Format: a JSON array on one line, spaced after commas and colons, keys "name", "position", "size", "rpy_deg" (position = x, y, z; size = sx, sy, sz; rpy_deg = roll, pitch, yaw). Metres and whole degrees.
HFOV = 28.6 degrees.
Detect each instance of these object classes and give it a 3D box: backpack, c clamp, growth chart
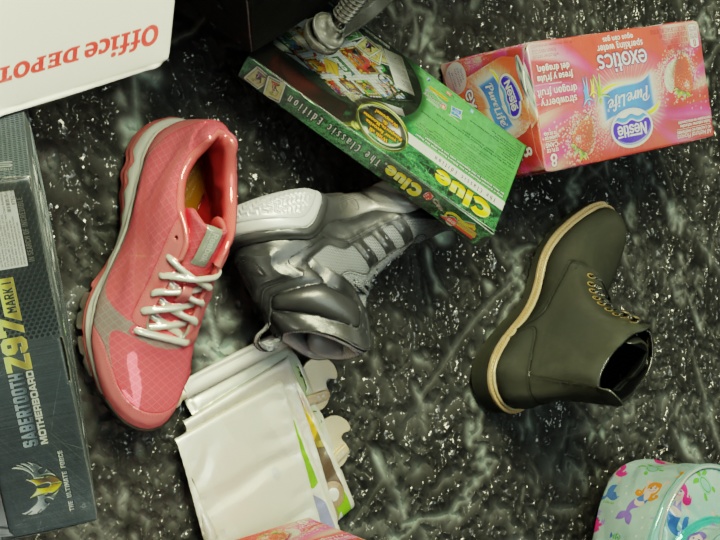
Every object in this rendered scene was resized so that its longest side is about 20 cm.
[{"name": "backpack", "position": [0.262, 0.252, 1.121], "size": [0.176, 0.150, 0.202], "rpy_deg": [25, 68, -32]}, {"name": "c clamp", "position": [0.023, -0.197, 0.873], "size": [0.027, 0.200, 0.171], "rpy_deg": [44, 46, -1]}, {"name": "growth chart", "position": [-0.061, 0.145, 0.952], "size": [0.144, 0.018, 0.203], "rpy_deg": [-16, 97, -37]}]

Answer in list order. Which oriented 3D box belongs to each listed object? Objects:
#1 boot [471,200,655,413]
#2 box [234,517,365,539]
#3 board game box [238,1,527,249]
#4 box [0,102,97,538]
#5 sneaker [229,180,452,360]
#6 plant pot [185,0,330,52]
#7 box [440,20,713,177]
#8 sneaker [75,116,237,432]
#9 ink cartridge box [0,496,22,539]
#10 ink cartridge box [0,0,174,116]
[{"name": "boot", "position": [0.187, 0.029, 1.072], "size": [0.077, 0.138, 0.201], "rpy_deg": [44, 62, -27]}, {"name": "box", "position": [-0.086, 0.229, 0.861], "size": [0.198, 0.102, 0.096], "rpy_deg": [-12, 99, -31]}, {"name": "board game box", "position": [0.019, -0.107, 0.960], "size": [0.199, 0.023, 0.105], "rpy_deg": [36, 41, -8]}, {"name": "box", "position": [-0.181, 0.011, 0.740], "size": [0.050, 0.158, 0.202], "rpy_deg": [-9, 120, -10]}, {"name": "sneaker", "position": [0.000, 0.000, 0.964], "size": [0.198, 0.075, 0.115], "rpy_deg": [-9, 85, -33]}, {"name": "plant pot", "position": [-0.063, -0.252, 0.843], "size": [0.199, 0.200, 0.178], "rpy_deg": [40, 85, 0]}, {"name": "box", "position": [0.169, -0.131, 1.091], "size": [0.198, 0.099, 0.097], "rpy_deg": [-14, 96, -38]}, {"name": "sneaker", "position": [-0.119, -0.002, 0.869], "size": [0.073, 0.086, 0.203], "rpy_deg": [14, 78, -35]}, {"name": "ink cartridge box", "position": [-0.251, 0.153, 0.773], "size": [0.115, 0.067, 0.203], "rpy_deg": [-17, 99, -37]}, {"name": "ink cartridge box", "position": [-0.159, -0.193, 0.690], "size": [0.145, 0.083, 0.202], "rpy_deg": [-28, 137, -48]}]
